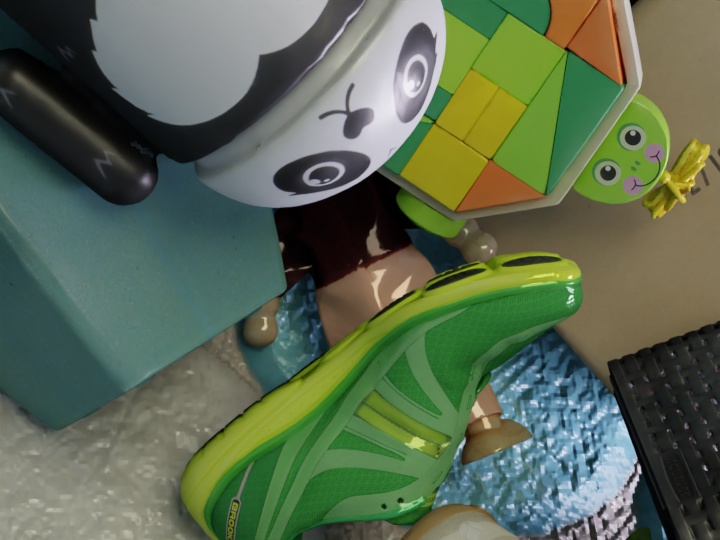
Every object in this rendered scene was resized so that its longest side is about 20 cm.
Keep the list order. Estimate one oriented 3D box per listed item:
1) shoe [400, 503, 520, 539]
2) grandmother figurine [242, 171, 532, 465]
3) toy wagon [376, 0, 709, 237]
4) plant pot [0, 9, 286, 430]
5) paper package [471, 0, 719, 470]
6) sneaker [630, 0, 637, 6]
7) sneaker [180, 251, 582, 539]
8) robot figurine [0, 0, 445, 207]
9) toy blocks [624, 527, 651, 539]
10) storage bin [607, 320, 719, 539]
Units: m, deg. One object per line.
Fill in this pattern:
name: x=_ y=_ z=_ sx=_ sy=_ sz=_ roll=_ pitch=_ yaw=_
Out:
shoe: x=-0.002 y=0.180 z=0.793 sx=0.200 sy=0.053 sz=0.070 roll=-51 pitch=124 yaw=-9
grandmother figurine: x=0.000 y=0.000 z=0.904 sx=0.121 sy=0.061 sz=0.200 roll=-21 pitch=84 yaw=-4
toy wagon: x=0.058 y=-0.087 z=0.836 sx=0.200 sy=0.155 sz=0.040 roll=34 pitch=22 yaw=-1
plant pot: x=-0.132 y=-0.045 z=0.828 sx=0.141 sy=0.141 sz=0.200 roll=-32 pitch=91 yaw=-33
paper package: x=0.174 y=-0.038 z=0.923 sx=0.191 sy=0.200 sz=0.103 roll=49 pitch=16 yaw=2
sneaker: x=0.112 y=-0.159 z=1.014 sx=0.070 sy=0.100 sz=0.200 roll=-32 pitch=85 yaw=-35
sneaker: x=0.018 y=0.061 z=0.840 sx=0.084 sy=0.200 sz=0.074 roll=53 pitch=16 yaw=1
robot figurine: x=-0.059 y=-0.112 z=0.735 sx=0.200 sy=0.150 sz=0.125 roll=42 pitch=49 yaw=-20
toy blocks: x=0.076 y=0.210 z=0.847 sx=0.137 sy=0.100 sz=0.200 roll=-1 pitch=67 yaw=-13
storage bin: x=0.185 y=0.127 z=0.843 sx=0.094 sy=0.200 sz=0.135 roll=-21 pitch=32 yaw=5
